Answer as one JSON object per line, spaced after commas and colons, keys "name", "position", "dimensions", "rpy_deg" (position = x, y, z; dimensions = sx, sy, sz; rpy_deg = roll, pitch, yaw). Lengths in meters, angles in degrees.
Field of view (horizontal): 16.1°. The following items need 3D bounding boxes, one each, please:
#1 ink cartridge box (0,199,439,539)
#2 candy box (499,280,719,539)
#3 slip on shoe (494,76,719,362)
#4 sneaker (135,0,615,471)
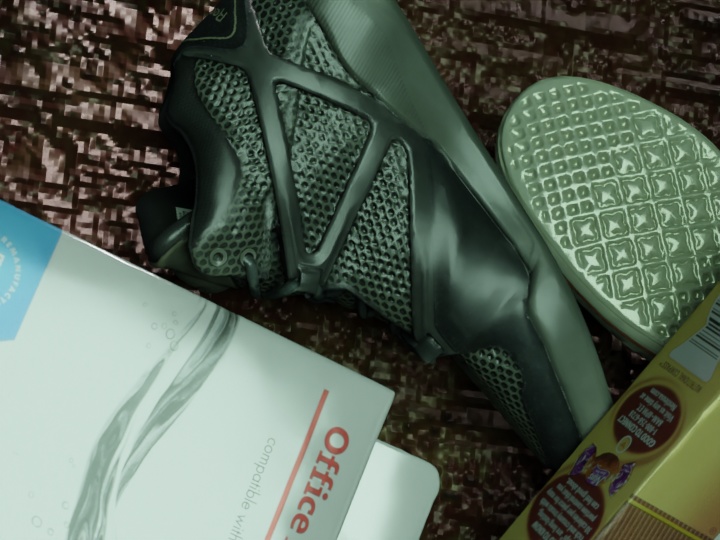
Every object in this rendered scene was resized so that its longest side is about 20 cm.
{"name": "ink cartridge box", "position": [-0.068, 0.068, 0.809], "dimensions": [0.199, 0.067, 0.116], "rpy_deg": [26, 72, -11]}
{"name": "candy box", "position": [0.118, 0.096, 0.825], "dimensions": [0.117, 0.056, 0.200], "rpy_deg": [41, 89, -20]}
{"name": "slip on shoe", "position": [0.122, 0.011, 0.884], "dimensions": [0.200, 0.061, 0.074], "rpy_deg": [39, 76, -10]}
{"name": "sneaker", "position": [0.000, 0.000, 0.844], "dimensions": [0.114, 0.076, 0.200], "rpy_deg": [-36, 100, -7]}
